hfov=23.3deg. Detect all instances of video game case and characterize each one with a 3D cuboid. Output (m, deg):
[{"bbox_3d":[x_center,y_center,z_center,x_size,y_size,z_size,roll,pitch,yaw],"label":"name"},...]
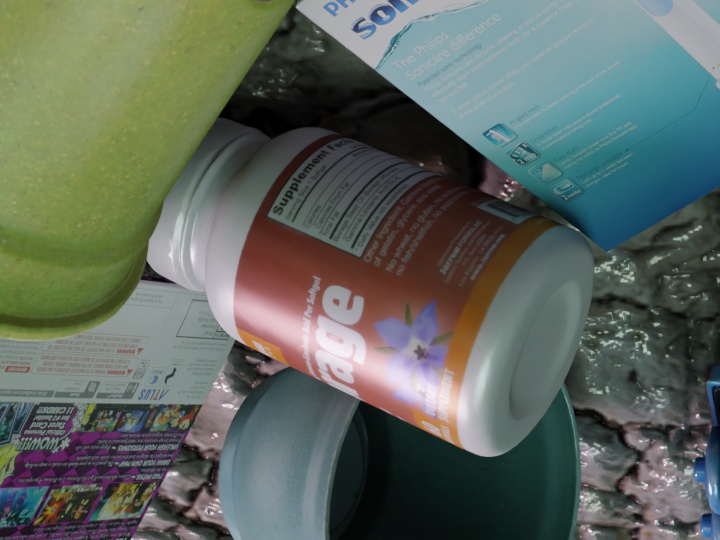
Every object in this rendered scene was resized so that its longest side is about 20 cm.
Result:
[{"bbox_3d":[-0.158,0.075,0.886,0.200,0.036,0.182,7,114,-58],"label":"video game case"}]

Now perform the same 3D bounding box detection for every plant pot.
[{"bbox_3d":[0.008,0.117,0.956,0.134,0.201,0.200,4,146,45],"label":"plant pot"},{"bbox_3d":[-0.123,-0.104,0.720,0.200,0.201,0.184,31,125,-24],"label":"plant pot"}]

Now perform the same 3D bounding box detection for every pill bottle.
[{"bbox_3d":[0.000,0.000,0.825,0.200,0.112,0.112,23,144,24],"label":"pill bottle"}]

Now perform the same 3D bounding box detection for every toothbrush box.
[{"bbox_3d":[0.095,-0.118,0.741,0.200,0.085,0.146,34,132,-28],"label":"toothbrush box"}]

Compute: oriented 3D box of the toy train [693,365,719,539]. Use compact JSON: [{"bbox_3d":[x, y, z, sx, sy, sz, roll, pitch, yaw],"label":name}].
[{"bbox_3d":[0.233,0.113,0.957,0.086,0.114,0.200,-1,138,20],"label":"toy train"}]
